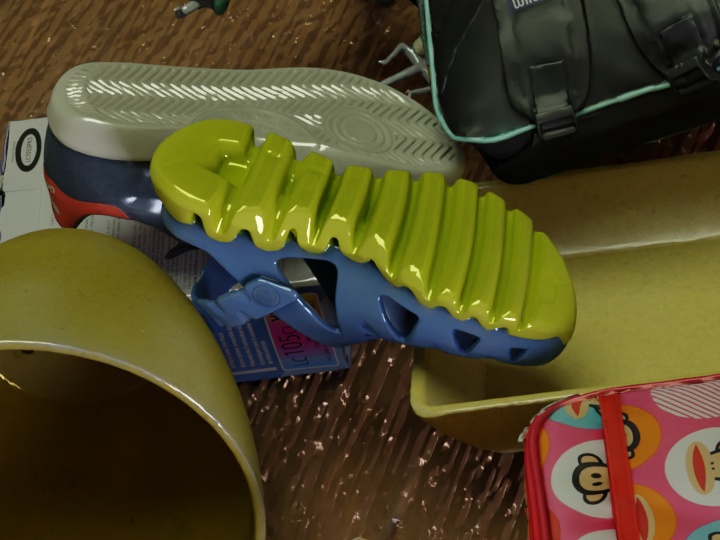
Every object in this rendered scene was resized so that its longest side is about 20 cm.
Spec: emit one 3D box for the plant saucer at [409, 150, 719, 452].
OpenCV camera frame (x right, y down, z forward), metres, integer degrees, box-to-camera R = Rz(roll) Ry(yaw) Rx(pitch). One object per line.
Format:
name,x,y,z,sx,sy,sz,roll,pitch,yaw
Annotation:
plant saucer,0.127,0.018,1.325,0.199,0.049,0.200,-7,31,8

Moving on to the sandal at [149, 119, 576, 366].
sandal,0.000,0.000,1.276,0.199,0.087,0.080,20,42,10

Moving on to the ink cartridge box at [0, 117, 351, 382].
ink cartridge box,-0.107,-0.012,1.417,0.199,0.077,0.137,-6,49,7

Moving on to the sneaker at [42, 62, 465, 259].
sneaker,-0.053,-0.044,1.344,0.199,0.085,0.075,6,37,-13

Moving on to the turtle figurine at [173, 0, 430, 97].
turtle figurine,0.000,-0.152,1.449,0.149,0.101,0.200,26,18,17

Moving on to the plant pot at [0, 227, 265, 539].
plant pot,-0.138,0.064,1.294,0.199,0.201,0.142,-7,38,8

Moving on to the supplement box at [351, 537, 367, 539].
supplement box,0.023,0.210,1.200,0.069,0.067,0.200,-28,48,-10

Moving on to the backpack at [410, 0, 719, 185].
backpack,0.111,-0.156,1.371,0.175,0.153,0.201,-19,78,17

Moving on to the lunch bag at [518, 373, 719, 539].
lunch bag,0.134,0.134,1.168,0.175,0.082,0.201,-6,43,2
